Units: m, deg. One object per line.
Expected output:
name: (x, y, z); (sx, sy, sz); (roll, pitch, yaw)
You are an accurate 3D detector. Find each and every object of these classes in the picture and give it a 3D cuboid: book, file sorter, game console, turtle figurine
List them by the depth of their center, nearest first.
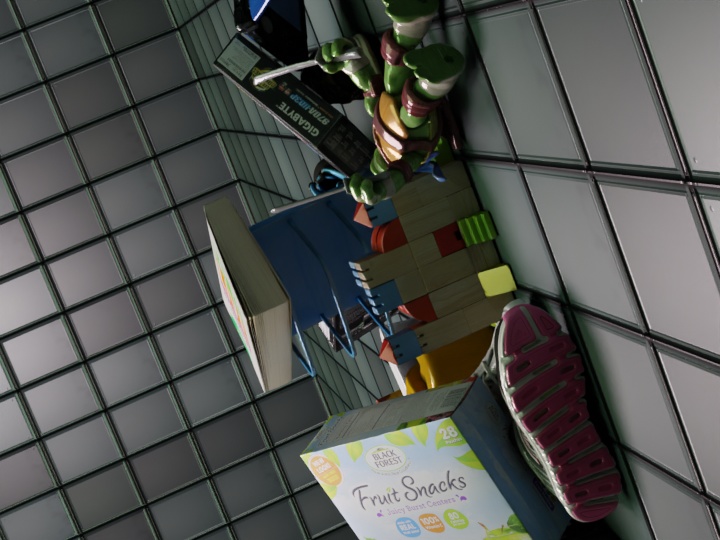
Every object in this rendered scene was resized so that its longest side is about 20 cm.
turtle figurine: (0.001, -0.138, 1.248); (0.194, 0.198, 0.145); (115, 174, -52)
book: (-0.115, 0.027, 1.518); (0.200, 0.048, 0.134); (89, 156, -64)
game console: (-0.073, -0.339, 1.525); (0.170, 0.117, 0.202); (30, -132, -52)
file sorter: (0.000, 0.000, 1.537); (0.123, 0.199, 0.140); (48, 160, 55)

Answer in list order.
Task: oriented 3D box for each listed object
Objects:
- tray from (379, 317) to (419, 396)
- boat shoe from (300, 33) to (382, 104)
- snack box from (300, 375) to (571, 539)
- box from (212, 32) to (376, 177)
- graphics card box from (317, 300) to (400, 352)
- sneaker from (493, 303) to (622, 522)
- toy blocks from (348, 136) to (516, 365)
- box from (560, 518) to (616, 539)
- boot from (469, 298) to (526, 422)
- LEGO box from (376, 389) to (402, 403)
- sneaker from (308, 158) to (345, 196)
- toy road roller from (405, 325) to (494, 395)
tray: (0.082, 0.157, 1.816); (0.107, 0.022, 0.202); (-9, -107, -61)
boat shoe: (-0.022, -0.208, 1.571); (0.200, 0.064, 0.073); (-147, 35, -75)
snack box: (0.067, 0.198, 1.356); (0.199, 0.068, 0.169); (-20, 111, 42)
box: (-0.054, -0.163, 1.576); (0.159, 0.046, 0.200); (40, -178, 23)
graphics card box: (0.007, 0.021, 1.778); (0.051, 0.125, 0.200); (54, 169, 18)
sneaker: (0.156, 0.119, 1.263); (0.201, 0.073, 0.087); (65, 167, -16)
toy blocks: (0.054, -0.006, 1.369); (0.100, 0.136, 0.202); (-160, 48, -79)
box: (0.203, 0.332, 1.363); (0.200, 0.123, 0.150); (-133, 22, -64)
boot: (0.126, 0.111, 1.344); (0.074, 0.095, 0.201); (54, 167, 36)
LEGO box: (0.101, 0.251, 1.959); (0.200, 0.077, 0.150); (-140, 28, -72)
sneaker: (-0.022, -0.104, 1.729); (0.081, 0.074, 0.200); (27, -173, -25)
toy road roller: (0.112, 0.145, 1.484); (0.200, 0.122, 0.147); (-124, 25, -57)
